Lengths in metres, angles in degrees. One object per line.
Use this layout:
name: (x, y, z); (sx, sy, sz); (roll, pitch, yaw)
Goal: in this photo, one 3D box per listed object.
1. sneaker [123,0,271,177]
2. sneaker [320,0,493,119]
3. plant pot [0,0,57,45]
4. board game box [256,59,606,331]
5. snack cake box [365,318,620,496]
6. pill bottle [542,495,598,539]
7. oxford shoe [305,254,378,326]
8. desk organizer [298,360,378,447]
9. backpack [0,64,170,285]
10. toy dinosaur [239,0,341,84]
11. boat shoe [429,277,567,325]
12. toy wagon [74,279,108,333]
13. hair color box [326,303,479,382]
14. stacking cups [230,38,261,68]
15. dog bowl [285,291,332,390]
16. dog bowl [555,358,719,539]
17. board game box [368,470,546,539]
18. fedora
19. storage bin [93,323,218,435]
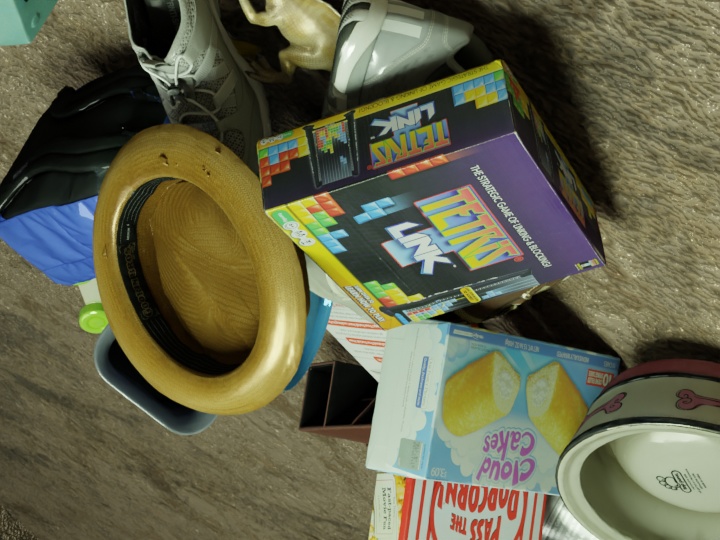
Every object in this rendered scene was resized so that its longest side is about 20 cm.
sneaker: (-0.124, -0.138, 1.189); (0.074, 0.082, 0.201); (-11, 109, 29)
sneaker: (0.032, -0.095, 1.131); (0.115, 0.075, 0.200); (10, 148, -2)
plant pot: (-0.310, -0.253, 1.262); (0.199, 0.142, 0.142); (21, 156, 14)
board game box: (0.050, -0.040, 1.121); (0.165, 0.057, 0.200); (-16, 151, 18)
snack cake box: (0.103, 0.106, 1.323); (0.199, 0.116, 0.067); (13, 174, -43)
pill bottle: (0.178, 0.191, 1.507); (0.199, 0.114, 0.114); (29, 158, 14)
oxford shoe: (0.000, 0.000, 1.326); (0.057, 0.076, 0.200); (9, 173, 23)
desk organizer: (0.017, 0.119, 1.600); (0.077, 0.072, 0.200); (13, 169, -22)
backpack: (-0.170, -0.076, 1.404); (0.168, 0.163, 0.200); (36, 148, -30)
toy dinosaur: (-0.028, -0.150, 1.165); (0.200, 0.058, 0.101); (44, 156, -24)
boat shoe: (0.097, 0.008, 1.292); (0.075, 0.075, 0.202); (38, 158, -9)
toy wagon: (-0.247, -0.016, 1.640); (0.039, 0.156, 0.201); (-10, 138, 2)
hair color box: (0.004, 0.015, 1.462); (0.111, 0.064, 0.200); (3, 141, 53)
stacking cups: (-0.114, -0.070, 1.290); (0.060, 0.201, 0.061); (8, -164, -2)
dog bowl: (-0.069, 0.007, 1.313); (0.049, 0.112, 0.200); (17, 151, 18)
dog bowl: (0.249, 0.144, 1.296); (0.199, 0.074, 0.201); (13, 143, 10)
board game box: (0.083, 0.157, 1.391); (0.151, 0.201, 0.046); (8, 179, -39)
fedora: (-0.093, -0.004, 1.175); (0.200, 0.082, 0.202); (12, 109, 37)
storage bin: (-0.143, 0.043, 1.581); (0.145, 0.200, 0.134); (39, 169, -12)
